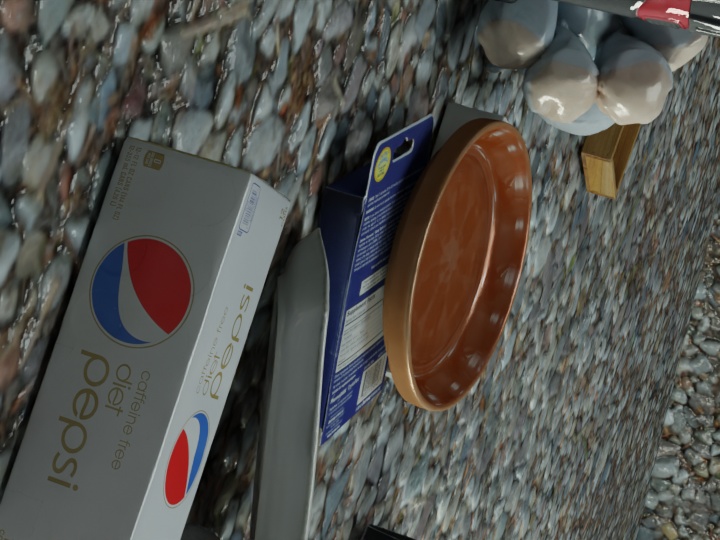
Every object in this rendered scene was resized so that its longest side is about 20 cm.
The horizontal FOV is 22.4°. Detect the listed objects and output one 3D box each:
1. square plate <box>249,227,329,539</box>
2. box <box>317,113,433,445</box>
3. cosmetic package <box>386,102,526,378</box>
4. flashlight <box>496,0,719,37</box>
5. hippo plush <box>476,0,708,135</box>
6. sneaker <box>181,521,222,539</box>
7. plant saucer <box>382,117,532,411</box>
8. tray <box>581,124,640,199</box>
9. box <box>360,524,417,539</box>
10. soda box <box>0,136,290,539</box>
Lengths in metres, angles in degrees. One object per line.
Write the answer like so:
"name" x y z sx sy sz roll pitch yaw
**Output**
"square plate" -0.042 0.091 1.024 0.198 0.028 0.202 -104 -160 -77
"box" 0.000 0.000 1.175 0.121 0.032 0.201 -34 139 -65
"cosmetic package" 0.063 -0.014 1.335 0.083 0.050 0.201 34 73 -68
"flashlight" 0.158 -0.205 1.202 0.068 0.199 0.068 89 24 -45
"hippo plush" 0.139 -0.171 1.332 0.159 0.201 0.161 -31 171 -20
"sneaker" -0.114 0.221 0.929 0.077 0.081 0.201 59 49 -68
"plant saucer" 0.064 -0.005 1.236 0.200 0.032 0.202 -45 143 -49
"tray" 0.279 -0.187 1.901 0.099 0.037 0.201 65 45 -67
"box" 0.035 0.319 1.419 0.115 0.131 0.201 65 44 -71
"soda box" -0.100 0.046 0.832 0.064 0.068 0.201 35 72 -73
